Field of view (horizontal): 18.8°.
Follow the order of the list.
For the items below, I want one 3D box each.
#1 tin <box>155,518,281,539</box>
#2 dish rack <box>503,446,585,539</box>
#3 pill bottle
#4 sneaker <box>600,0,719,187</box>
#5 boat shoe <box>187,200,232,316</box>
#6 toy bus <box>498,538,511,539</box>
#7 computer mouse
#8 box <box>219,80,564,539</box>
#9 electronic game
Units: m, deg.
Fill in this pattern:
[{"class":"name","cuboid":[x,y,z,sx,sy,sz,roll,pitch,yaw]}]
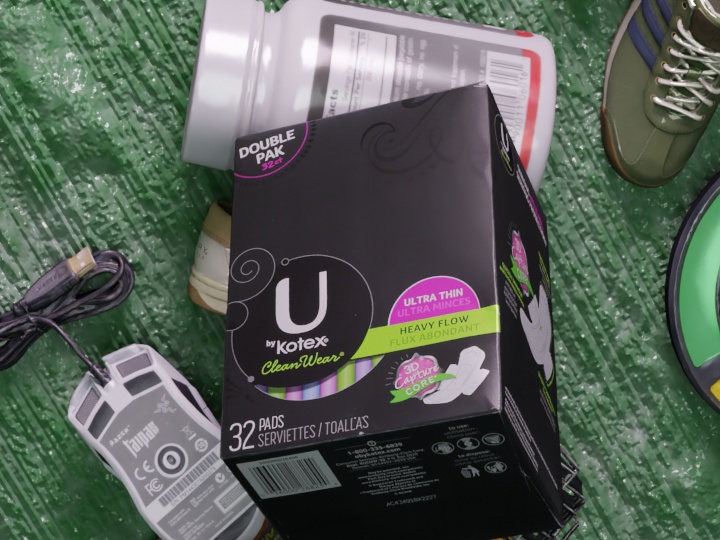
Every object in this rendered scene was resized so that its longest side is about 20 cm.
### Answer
[{"class":"tin","cuboid":[-0.062,0.170,1.284,0.200,0.112,0.042,-44,125,6]},{"class":"dish rack","cuboid":[0.028,0.156,1.219,0.200,0.055,0.153,-47,135,5]},{"class":"pill bottle","cuboid":[0.003,-0.093,1.227,0.198,0.114,0.115,9,102,-7]},{"class":"sneaker","cuboid":[0.192,-0.139,1.245,0.066,0.090,0.202,15,102,-9]},{"class":"boat shoe","cuboid":[0.000,0.000,1.269,0.198,0.074,0.067,7,108,-7]},{"class":"toy bus","cuboid":[0.051,0.171,1.319,0.077,0.065,0.202,-4,103,-6]},{"class":"computer mouse","cuboid":[-0.133,0.087,1.282,0.109,0.044,0.200,-39,89,-1]},{"class":"box","cuboid":[0.017,0.029,1.119,0.147,0.201,0.125,-10,143,15]},{"class":"electronic game","cuboid":[0.282,0.011,1.314,0.198,0.042,0.202,-1,103,-5]}]
